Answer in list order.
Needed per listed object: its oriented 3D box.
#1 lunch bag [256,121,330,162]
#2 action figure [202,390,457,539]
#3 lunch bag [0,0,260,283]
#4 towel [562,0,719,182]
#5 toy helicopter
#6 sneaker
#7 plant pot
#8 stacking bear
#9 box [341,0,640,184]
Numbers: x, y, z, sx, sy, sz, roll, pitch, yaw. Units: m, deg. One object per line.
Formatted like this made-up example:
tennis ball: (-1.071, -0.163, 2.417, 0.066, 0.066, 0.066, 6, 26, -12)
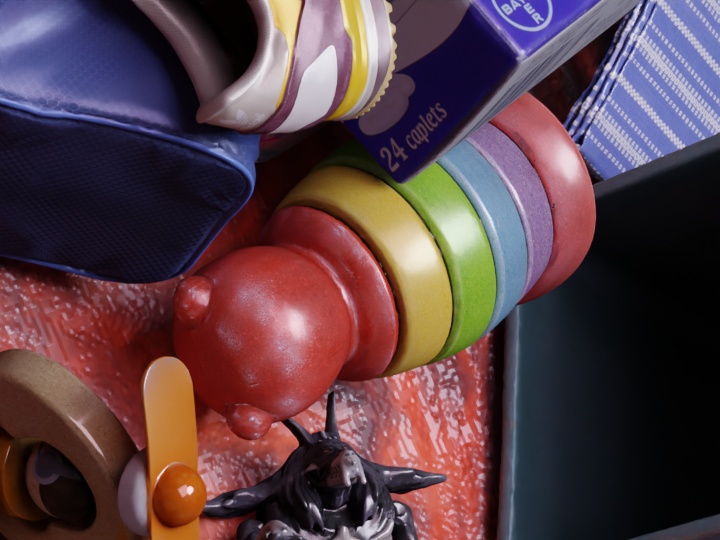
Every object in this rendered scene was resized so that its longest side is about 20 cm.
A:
lunch bag: (-0.061, -0.158, 1.193, 0.200, 0.077, 0.160, 52, 50, -6)
action figure: (0.003, 0.139, 1.091, 0.118, 0.102, 0.201, -5, 73, -27)
lunch bag: (-0.124, -0.088, 1.058, 0.199, 0.136, 0.133, 13, 62, -21)
towel: (0.178, -0.117, 1.312, 0.145, 0.024, 0.200, 38, 77, -47)
toy helicopter: (-0.082, 0.113, 1.014, 0.200, 0.132, 0.079, 53, 48, -6)
sneaker: (-0.057, -0.148, 0.992, 0.090, 0.075, 0.201, -11, 73, -46)
plant pot: (0.203, 0.069, 1.226, 0.200, 0.195, 0.197, 27, 55, -38)
stacking bear: (0.000, 0.000, 1.141, 0.200, 0.114, 0.122, -32, 107, -36)
box: (0.029, -0.174, 1.127, 0.200, 0.105, 0.184, 48, 48, 4)
